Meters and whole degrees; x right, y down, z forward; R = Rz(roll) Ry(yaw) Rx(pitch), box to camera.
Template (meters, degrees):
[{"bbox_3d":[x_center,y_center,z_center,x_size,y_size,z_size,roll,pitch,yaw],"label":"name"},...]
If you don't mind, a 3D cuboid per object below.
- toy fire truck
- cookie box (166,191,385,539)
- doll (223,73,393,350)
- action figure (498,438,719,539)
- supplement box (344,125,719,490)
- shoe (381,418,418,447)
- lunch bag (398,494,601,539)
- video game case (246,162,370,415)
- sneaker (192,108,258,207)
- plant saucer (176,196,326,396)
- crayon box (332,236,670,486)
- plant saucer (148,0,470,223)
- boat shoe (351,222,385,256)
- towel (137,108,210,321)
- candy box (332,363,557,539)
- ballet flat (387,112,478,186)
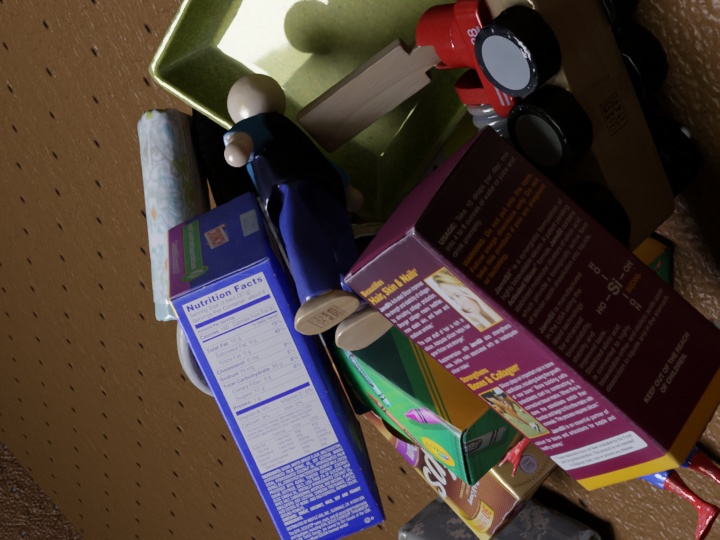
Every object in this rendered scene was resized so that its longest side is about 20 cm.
[{"bbox_3d":[0.077,-0.090,0.937,0.199,0.128,0.177,7,130,53],"label":"toy fire truck"},{"bbox_3d":[-0.061,0.066,1.045,0.171,0.075,0.201,-112,-1,-72],"label":"cookie box"},{"bbox_3d":[-0.041,-0.050,0.968,0.136,0.048,0.201,24,-143,-49],"label":"doll"},{"bbox_3d":[0.181,0.138,1.135,0.200,0.065,0.099,40,135,27],"label":"action figure"},{"bbox_3d":[0.104,0.026,0.877,0.200,0.086,0.110,41,155,-6],"label":"supplement box"},{"bbox_3d":[0.112,0.082,1.078,0.054,0.198,0.070,88,175,-51],"label":"shoe"},{"bbox_3d":[0.144,0.294,1.358,0.164,0.117,0.201,25,149,45],"label":"lunch bag"},{"bbox_3d":[0.000,0.000,1.154,0.018,0.143,0.201,-28,82,34],"label":"video game case"},{"bbox_3d":[-0.117,-0.107,1.340,0.082,0.073,0.201,45,152,45],"label":"sneaker"},{"bbox_3d":[-0.077,0.007,1.229,0.050,0.200,0.201,37,151,35],"label":"plant saucer"},{"bbox_3d":[0.095,0.033,0.997,0.118,0.200,0.059,33,151,35],"label":"crayon box"},{"bbox_3d":[-0.016,-0.156,1.016,0.199,0.048,0.200,33,130,-4],"label":"plant saucer"},{"bbox_3d":[0.053,0.010,1.085,0.068,0.199,0.075,-19,66,57],"label":"boat shoe"},{"bbox_3d":[-0.157,-0.049,1.310,0.200,0.048,0.173,-111,13,-86],"label":"towel"},{"bbox_3d":[0.065,0.119,1.249,0.200,0.056,0.117,45,154,14],"label":"candy box"},{"bbox_3d":[0.047,-0.065,1.111,0.067,0.067,0.201,35,150,24],"label":"ballet flat"}]
